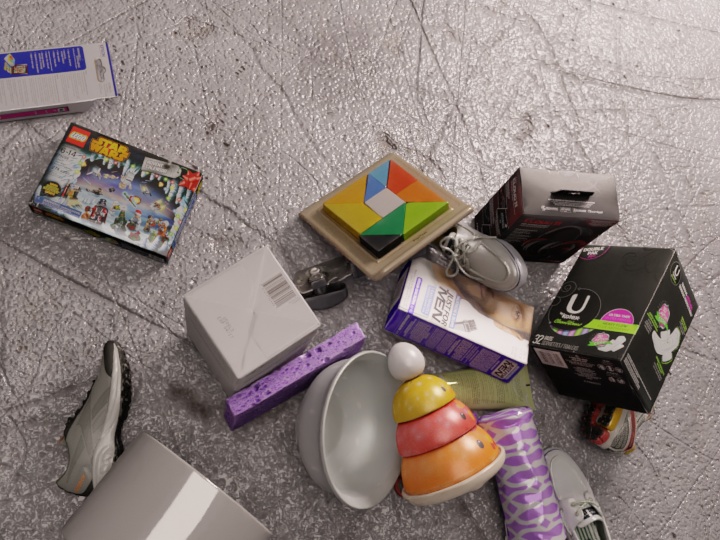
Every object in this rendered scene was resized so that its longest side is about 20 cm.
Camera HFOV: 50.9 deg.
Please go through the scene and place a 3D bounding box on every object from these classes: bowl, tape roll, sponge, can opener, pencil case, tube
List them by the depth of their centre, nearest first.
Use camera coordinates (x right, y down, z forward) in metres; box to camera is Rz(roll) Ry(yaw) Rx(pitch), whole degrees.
[{"bbox_3d":[-0.222,0.304,0.880,0.202,0.203,0.139,37,69,0],"label":"tape roll"},{"bbox_3d":[-0.022,0.204,0.993,0.201,0.090,0.202,2,87,-55],"label":"bowl"},{"bbox_3d":[-0.089,0.143,1.006,0.199,0.112,0.030,-29,76,-19],"label":"sponge"},{"bbox_3d":[0.220,0.288,1.044,0.085,0.084,0.201,-17,80,24],"label":"pencil case"},{"bbox_3d":[0.000,0.000,1.089,0.199,0.067,0.053,-18,35,-5],"label":"can opener"},{"bbox_3d":[0.159,0.173,1.091,0.199,0.052,0.058,-2,115,-19],"label":"tube"}]

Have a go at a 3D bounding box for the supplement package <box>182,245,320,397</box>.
[{"bbox_3d":[-0.143,0.075,0.967,0.119,0.200,0.122,-33,82,-19],"label":"supplement package"}]

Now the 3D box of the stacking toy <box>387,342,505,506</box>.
[{"bbox_3d":[0.088,0.188,0.988,0.146,0.146,0.201,-24,89,-18],"label":"stacking toy"}]

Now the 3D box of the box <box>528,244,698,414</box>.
[{"bbox_3d":[0.364,0.077,1.082,0.200,0.148,0.125,-53,126,-25],"label":"box"}]

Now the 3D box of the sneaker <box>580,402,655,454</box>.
[{"bbox_3d":[0.400,0.181,1.134,0.082,0.078,0.201,35,72,-16],"label":"sneaker"}]

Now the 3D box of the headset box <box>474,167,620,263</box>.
[{"bbox_3d":[0.270,-0.080,1.107,0.148,0.200,0.075,3,71,-12],"label":"headset box"}]

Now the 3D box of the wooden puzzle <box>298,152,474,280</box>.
[{"bbox_3d":[0.033,-0.089,1.089,0.185,0.037,0.200,-36,49,-19],"label":"wooden puzzle"}]

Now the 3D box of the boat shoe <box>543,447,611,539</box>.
[{"bbox_3d":[0.313,0.343,1.059,0.073,0.067,0.201,-20,79,-18],"label":"boat shoe"}]

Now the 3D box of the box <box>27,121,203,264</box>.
[{"bbox_3d":[-0.339,-0.109,1.065,0.199,0.040,0.138,21,69,-6],"label":"box"}]

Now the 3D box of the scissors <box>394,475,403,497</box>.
[{"bbox_3d":[0.143,0.284,1.070,0.199,0.014,0.074,2,71,-13],"label":"scissors"}]

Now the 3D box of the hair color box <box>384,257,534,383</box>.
[{"bbox_3d":[0.144,0.069,1.092,0.199,0.065,0.110,24,49,-6],"label":"hair color box"}]

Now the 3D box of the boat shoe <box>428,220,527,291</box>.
[{"bbox_3d":[0.142,-0.034,1.086,0.086,0.075,0.202,-9,43,-47],"label":"boat shoe"}]

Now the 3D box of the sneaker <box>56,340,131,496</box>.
[{"bbox_3d":[-0.336,0.186,0.961,0.079,0.074,0.201,6,72,-5],"label":"sneaker"}]

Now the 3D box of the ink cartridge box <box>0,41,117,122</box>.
[{"bbox_3d":[-0.457,-0.272,1.091,0.199,0.037,0.095,-11,75,-13],"label":"ink cartridge box"}]
